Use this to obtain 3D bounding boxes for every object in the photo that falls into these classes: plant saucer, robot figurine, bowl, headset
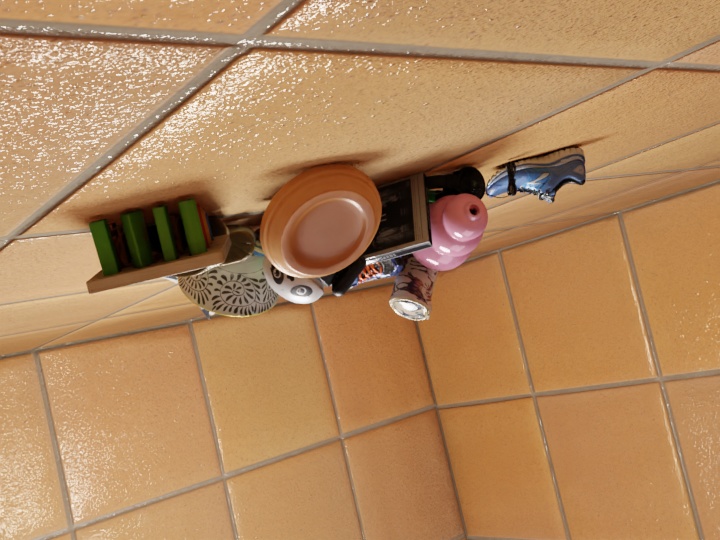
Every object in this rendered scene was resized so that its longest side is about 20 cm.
[{"bbox_3d":[-0.054,-0.066,1.271,0.198,0.038,0.202,-17,133,-19],"label":"plant saucer"},{"bbox_3d":[-0.078,-0.042,1.398,0.150,0.201,0.125,30,172,42],"label":"robot figurine"},{"bbox_3d":[-0.241,-0.011,1.588,0.198,0.095,0.202,13,-149,-8],"label":"bowl"},{"bbox_3d":[0.192,-0.161,1.546,0.197,0.095,0.124,3,171,-5],"label":"headset"}]

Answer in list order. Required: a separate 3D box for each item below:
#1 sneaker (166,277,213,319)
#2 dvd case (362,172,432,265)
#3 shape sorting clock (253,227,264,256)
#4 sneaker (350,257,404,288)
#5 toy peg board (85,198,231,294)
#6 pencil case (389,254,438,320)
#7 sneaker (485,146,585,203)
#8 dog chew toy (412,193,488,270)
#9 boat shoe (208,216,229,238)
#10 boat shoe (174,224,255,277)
[{"bbox_3d":[-0.337,0.037,1.699,0.197,0.132,0.079,-4,-173,-29],"label":"sneaker"},{"bbox_3d":[0.026,-0.081,1.463,0.198,0.152,0.025,-15,145,19],"label":"dvd case"},{"bbox_3d":[-0.113,-0.055,1.566,0.197,0.040,0.200,1,-163,0],"label":"shape sorting clock"},{"bbox_3d":[0.000,0.000,1.561,0.199,0.076,0.078,-12,-154,46],"label":"sneaker"},{"bbox_3d":[-0.308,-0.051,1.276,0.197,0.099,0.199,-13,-169,-3],"label":"toy peg board"},{"bbox_3d":[0.114,0.001,1.584,0.088,0.202,0.078,6,144,16],"label":"pencil case"},{"bbox_3d":[0.338,-0.170,1.609,0.198,0.090,0.078,-15,174,14],"label":"sneaker"},{"bbox_3d":[0.161,-0.075,1.470,0.123,0.126,0.200,-12,169,-20],"label":"dog chew toy"},{"bbox_3d":[-0.318,-0.037,1.419,0.198,0.073,0.065,-19,174,-2],"label":"boat shoe"},{"bbox_3d":[-0.281,-0.038,1.495,0.197,0.075,0.067,-7,-159,5],"label":"boat shoe"}]
